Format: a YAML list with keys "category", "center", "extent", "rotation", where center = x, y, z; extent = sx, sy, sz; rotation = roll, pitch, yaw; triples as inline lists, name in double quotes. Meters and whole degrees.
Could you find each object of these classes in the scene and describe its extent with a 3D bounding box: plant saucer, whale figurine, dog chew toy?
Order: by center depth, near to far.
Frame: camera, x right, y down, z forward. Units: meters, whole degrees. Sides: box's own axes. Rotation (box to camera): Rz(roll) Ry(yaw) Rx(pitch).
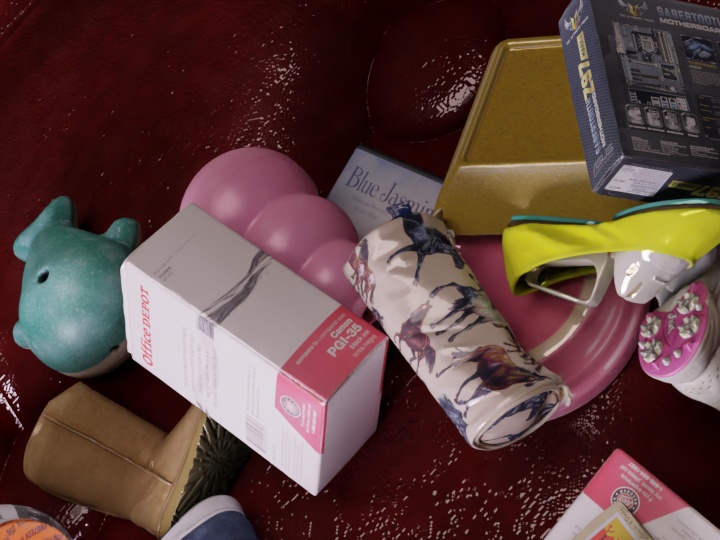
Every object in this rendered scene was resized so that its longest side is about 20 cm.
- category: "plant saucer"
  center: [0.123, 0.017, 1.413]
  extent: [0.199, 0.051, 0.202]
  rotation: [-13, 60, 24]
- category: "plant saucer"
  center: [0.161, -0.118, 1.422]
  extent: [0.199, 0.049, 0.201]
  rotation: [-1, 49, 28]
- category: "dog chew toy"
  center: [-0.058, -0.016, 1.501]
  extent: [0.200, 0.124, 0.125]
  rotation: [36, 89, 34]
- category: "whale figurine"
  center: [-0.268, 0.004, 1.667]
  extent: [0.159, 0.104, 0.200]
  rotation: [-44, 49, 8]

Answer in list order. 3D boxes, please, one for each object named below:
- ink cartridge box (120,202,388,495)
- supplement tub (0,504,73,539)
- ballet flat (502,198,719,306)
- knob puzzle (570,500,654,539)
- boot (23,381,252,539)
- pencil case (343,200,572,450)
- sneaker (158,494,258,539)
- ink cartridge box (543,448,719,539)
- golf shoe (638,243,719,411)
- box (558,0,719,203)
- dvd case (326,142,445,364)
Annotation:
- category: "ink cartridge box"
  center: [-0.084, 0.060, 1.428]
  extent: [0.200, 0.147, 0.083]
  rotation: [35, 60, 18]
- category: "supplement tub"
  center: [-0.299, 0.253, 1.497]
  extent: [0.200, 0.122, 0.123]
  rotation: [-18, 51, 63]
- category: "ballet flat"
  center: [0.181, -0.009, 1.303]
  extent: [0.199, 0.067, 0.067]
  rotation: [-3, 73, 45]
- category: "knob puzzle"
  center: [0.140, 0.272, 1.177]
  extent: [0.219, 0.030, 0.221]
  rotation: [-14, 61, 27]
- category: "boot"
  center: [-0.188, 0.133, 1.569]
  extent: [0.199, 0.066, 0.176]
  rotation: [20, 78, 41]
- category: "pencil case"
  center: [0.071, 0.042, 1.346]
  extent: [0.089, 0.078, 0.200]
  rotation: [-37, 60, 2]
- category: "sneaker"
  center: [-0.141, 0.292, 1.442]
  extent: [0.202, 0.077, 0.146]
  rotation: [-47, 46, 4]
- category: "ink cartridge box"
  center: [0.174, 0.248, 1.240]
  extent: [0.200, 0.085, 0.146]
  rotation: [-50, 50, 0]
- category: "golf shoe"
  center: [0.254, 0.021, 1.321]
  extent: [0.075, 0.091, 0.201]
  rotation: [-33, 26, 42]
- category: "box"
  center: [0.249, -0.117, 1.315]
  extent: [0.051, 0.199, 0.159]
  rotation: [125, 146, -50]
- category: "dvd case"
  center: [0.000, 0.000, 1.538]
  extent: [0.142, 0.018, 0.201]
  rotation: [25, 82, 41]
